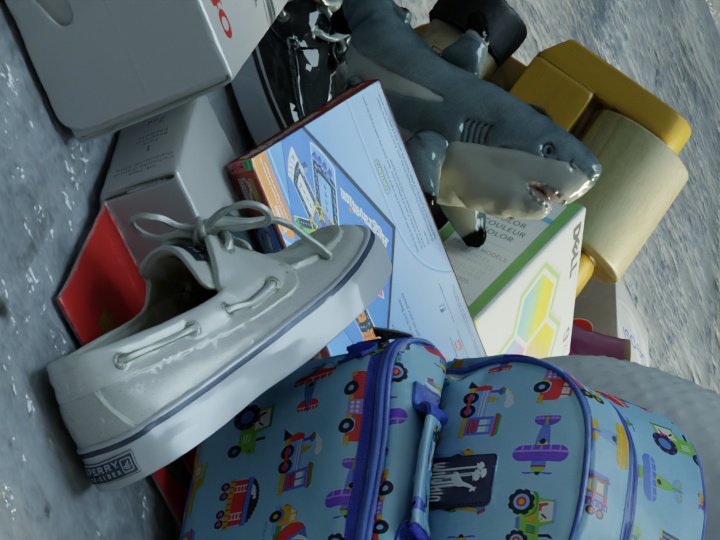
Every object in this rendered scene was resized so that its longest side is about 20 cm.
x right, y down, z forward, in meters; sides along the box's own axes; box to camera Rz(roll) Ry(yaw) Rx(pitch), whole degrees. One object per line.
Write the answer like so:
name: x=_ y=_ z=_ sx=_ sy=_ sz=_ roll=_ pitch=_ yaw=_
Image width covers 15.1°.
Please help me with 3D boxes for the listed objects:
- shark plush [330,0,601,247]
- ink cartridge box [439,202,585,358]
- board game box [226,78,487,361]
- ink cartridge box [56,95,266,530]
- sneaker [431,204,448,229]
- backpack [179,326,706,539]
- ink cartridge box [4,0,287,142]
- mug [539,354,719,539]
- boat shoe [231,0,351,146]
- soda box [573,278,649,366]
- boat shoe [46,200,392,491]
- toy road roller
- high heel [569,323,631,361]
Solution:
shark plush: x=0.042 y=-0.098 z=1.399 sx=0.091 sy=0.083 sz=0.200 roll=38 pitch=17 yaw=-53
ink cartridge box: x=0.070 y=0.020 z=1.449 sx=0.200 sy=0.059 sz=0.104 roll=-44 pitch=148 yaw=-42
board game box: x=0.010 y=0.020 z=1.297 sx=0.103 sy=0.019 sz=0.201 roll=-35 pitch=108 yaw=-45
ink cartridge box: x=-0.060 y=0.044 z=1.228 sx=0.176 sy=0.044 sz=0.201 roll=-81 pitch=148 yaw=-61
sneaker: x=0.000 y=0.000 z=1.456 sx=0.200 sy=0.075 sz=0.077 roll=-3 pitch=86 yaw=-65
backpack: x=0.037 y=0.115 z=1.138 sx=0.135 sy=0.199 sz=0.183 roll=46 pitch=46 yaw=-40
ink cartridge box: x=-0.101 y=-0.165 z=1.245 sx=0.200 sy=0.085 sz=0.147 roll=-69 pitch=139 yaw=-68
mug: x=0.149 y=0.118 z=1.278 sx=0.199 sy=0.175 sz=0.148 roll=-8 pitch=122 yaw=-44
boat shoe: x=-0.035 y=-0.137 z=1.467 sx=0.074 sy=0.068 sz=0.200 roll=42 pitch=34 yaw=-61
soda box: x=0.138 y=0.086 z=1.648 sx=0.201 sy=0.068 sz=0.064 roll=-86 pitch=153 yaw=-53
boat shoe: x=-0.065 y=0.009 z=1.141 sx=0.202 sy=0.074 sz=0.086 roll=-38 pitch=104 yaw=-44
toy road roller: x=0.091 y=-0.071 z=1.636 sx=0.200 sy=0.123 sz=0.146 roll=35 pitch=-11 yaw=9
high heel: x=0.099 y=0.094 z=1.522 sx=0.200 sy=0.096 sz=0.068 roll=-78 pitch=-178 yaw=-57
